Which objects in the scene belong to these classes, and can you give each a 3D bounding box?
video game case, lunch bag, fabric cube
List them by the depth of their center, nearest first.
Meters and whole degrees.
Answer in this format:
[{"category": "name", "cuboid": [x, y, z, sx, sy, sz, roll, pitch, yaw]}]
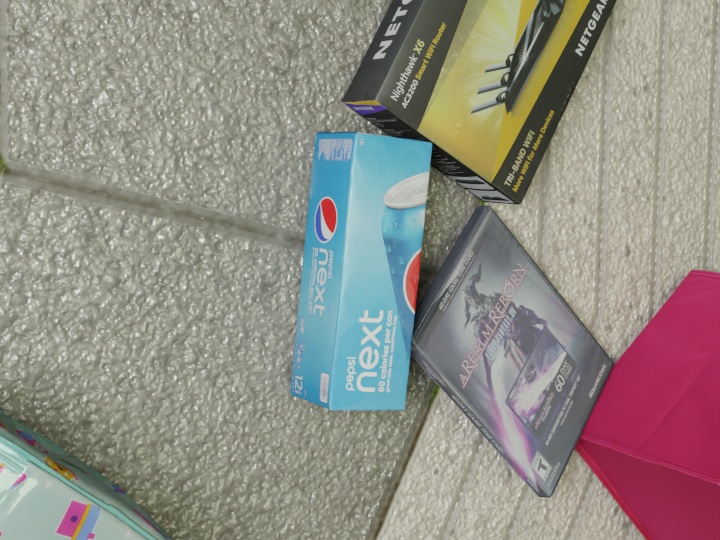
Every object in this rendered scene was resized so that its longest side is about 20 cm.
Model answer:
[{"category": "lunch bag", "cuboid": [-0.207, 0.139, 0.752, 0.077, 0.160, 0.200, -52, 123, -10]}, {"category": "video game case", "cuboid": [0.124, 0.067, 0.999, 0.200, 0.019, 0.143, 49, 57, -27]}, {"category": "fabric cube", "cuboid": [0.334, 0.145, 1.050, 0.199, 0.200, 0.196, -47, 117, -16]}]

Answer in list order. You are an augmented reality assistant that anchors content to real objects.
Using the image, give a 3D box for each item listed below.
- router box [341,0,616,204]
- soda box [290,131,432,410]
[{"category": "router box", "cuboid": [0.097, -0.175, 0.959, 0.157, 0.052, 0.200, 31, 79, -29]}, {"category": "soda box", "cuboid": [0.000, 0.000, 0.913, 0.068, 0.064, 0.200, 4, 94, -31]}]
